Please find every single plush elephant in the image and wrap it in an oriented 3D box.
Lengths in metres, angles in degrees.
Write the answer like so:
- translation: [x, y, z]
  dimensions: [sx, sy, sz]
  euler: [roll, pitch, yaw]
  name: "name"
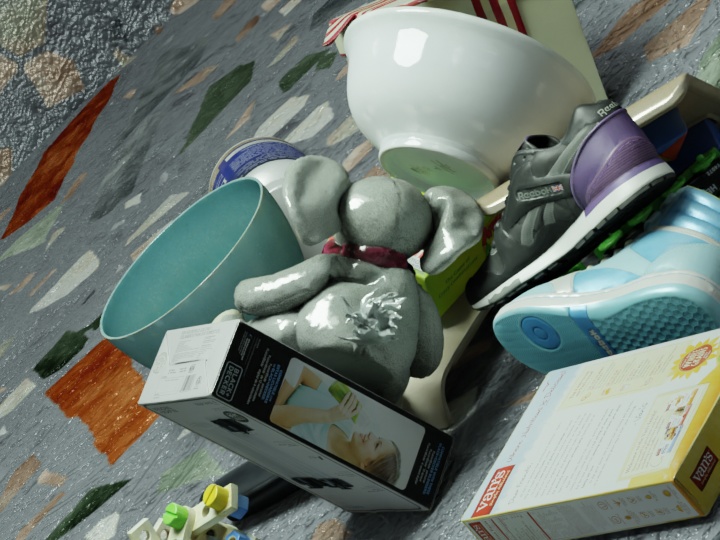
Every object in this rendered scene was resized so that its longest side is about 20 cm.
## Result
- translation: [0.000, 0.000, 1.595]
  dimensions: [0.200, 0.164, 0.155]
  euler: [139, 150, -63]
  name: "plush elephant"

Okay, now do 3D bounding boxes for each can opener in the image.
- translation: [-0.056, 0.152, 1.738]
  dimensions: [0.200, 0.063, 0.079]
  euler: [-43, 43, 40]
  name: "can opener"

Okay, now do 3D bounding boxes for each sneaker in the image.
- translation: [0.135, -0.049, 1.561]
  dimensions: [0.076, 0.088, 0.200]
  euler: [-20, -16, -49]
  name: "sneaker"
- translation: [0.193, 0.005, 1.534]
  dimensions: [0.199, 0.080, 0.131]
  euler: [-8, 39, 43]
  name: "sneaker"

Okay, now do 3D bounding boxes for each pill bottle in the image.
- translation: [-0.082, -0.061, 2.173]
  dimensions: [0.116, 0.116, 0.200]
  euler: [-42, 18, -1]
  name: "pill bottle"

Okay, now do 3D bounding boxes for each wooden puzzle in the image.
- translation: [0.201, -0.078, 1.659]
  dimensions: [0.185, 0.046, 0.200]
  euler: [-32, -12, 21]
  name: "wooden puzzle"

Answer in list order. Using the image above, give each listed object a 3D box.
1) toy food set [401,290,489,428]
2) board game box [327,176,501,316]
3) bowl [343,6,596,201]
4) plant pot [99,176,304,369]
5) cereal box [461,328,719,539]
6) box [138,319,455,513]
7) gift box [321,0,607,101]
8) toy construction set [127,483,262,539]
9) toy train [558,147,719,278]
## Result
- translation: [0.061, 0.050, 1.751]
  dimensions: [0.143, 0.060, 0.200]
  euler: [-5, 41, 44]
  name: "toy food set"
- translation: [0.077, -0.054, 1.745]
  dimensions: [0.101, 0.048, 0.200]
  euler: [21, 53, 35]
  name: "board game box"
- translation: [0.071, -0.112, 1.656]
  dimensions: [0.201, 0.201, 0.091]
  euler: [-12, 55, 56]
  name: "bowl"
- translation: [-0.122, 0.033, 2.006]
  dimensions: [0.200, 0.135, 0.200]
  euler: [-37, 22, 17]
  name: "plant pot"
- translation: [0.168, 0.109, 1.408]
  dimensions: [0.200, 0.040, 0.144]
  euler: [-19, 29, 51]
  name: "cereal box"
- translation: [-0.046, 0.109, 1.578]
  dimensions: [0.116, 0.200, 0.060]
  euler: [-12, 53, 58]
  name: "box"
- translation: [0.085, -0.187, 1.921]
  dimensions: [0.199, 0.188, 0.184]
  euler: [-25, 11, -27]
  name: "gift box"
- translation: [-0.151, 0.234, 1.691]
  dimensions: [0.200, 0.092, 0.132]
  euler: [-21, 51, 64]
  name: "toy construction set"
- translation: [0.201, -0.020, 1.634]
  dimensions: [0.200, 0.042, 0.056]
  euler: [-40, 8, 5]
  name: "toy train"
